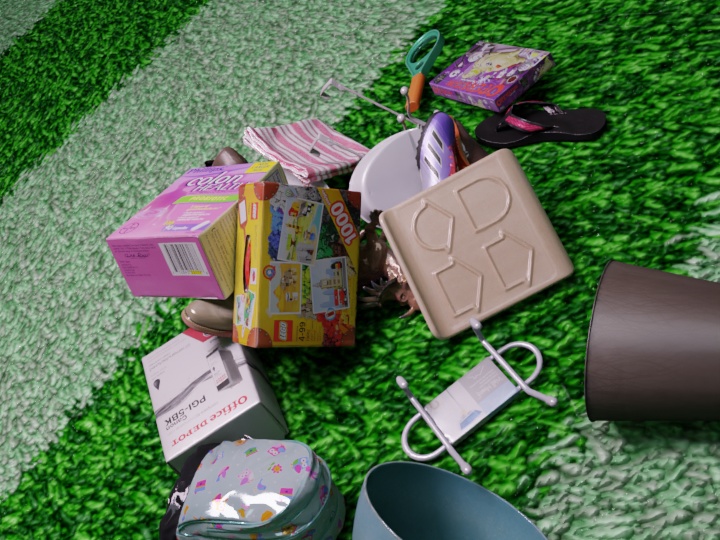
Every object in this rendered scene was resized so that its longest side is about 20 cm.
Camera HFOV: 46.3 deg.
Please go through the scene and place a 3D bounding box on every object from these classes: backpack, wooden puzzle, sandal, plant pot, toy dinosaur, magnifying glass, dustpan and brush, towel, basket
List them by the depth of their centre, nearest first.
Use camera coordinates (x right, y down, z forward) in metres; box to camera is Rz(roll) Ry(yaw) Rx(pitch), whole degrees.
[{"bbox_3d":[0.071,0.294,0.793,0.199,0.198,0.137,34,106,45],"label":"plant pot"},{"bbox_3d":[0.343,0.079,0.849,0.197,0.137,0.183,4,57,29],"label":"basket"},{"bbox_3d":[-0.118,0.269,0.954,0.197,0.128,0.169,-4,46,24],"label":"backpack"},{"bbox_3d":[0.147,-0.032,1.083,0.197,0.046,0.188,-26,76,2],"label":"wooden puzzle"},{"bbox_3d":[0.000,0.000,1.167,0.198,0.085,0.138,-7,72,42],"label":"toy dinosaur"},{"bbox_3d":[0.013,-0.109,1.208,0.197,0.142,0.057,-19,2,-14],"label":"dustpan and brush"},{"bbox_3d":[0.260,-0.222,1.234,0.197,0.045,0.076,2,53,32],"label":"sandal"},{"bbox_3d":[-0.071,-0.194,1.318,0.145,0.030,0.199,33,32,25],"label":"towel"},{"bbox_3d":[0.102,-0.342,1.437,0.079,0.022,0.202,-26,38,38],"label":"magnifying glass"}]

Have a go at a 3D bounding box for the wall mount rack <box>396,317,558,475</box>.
[{"bbox_3d":[0.132,0.149,0.950,0.199,0.075,0.174,-38,43,-4],"label":"wall mount rack"}]

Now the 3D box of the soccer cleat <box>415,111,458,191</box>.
[{"bbox_3d":[0.114,-0.117,1.155,0.072,0.068,0.204,7,87,47],"label":"soccer cleat"}]

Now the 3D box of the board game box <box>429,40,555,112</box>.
[{"bbox_3d":[0.204,-0.311,1.334,0.120,0.032,0.200,-44,31,-6],"label":"board game box"}]

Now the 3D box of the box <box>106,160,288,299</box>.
[{"bbox_3d":[-0.212,-0.058,1.165,0.173,0.098,0.200,0,33,33],"label":"box"}]

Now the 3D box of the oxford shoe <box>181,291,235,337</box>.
[{"bbox_3d":[-0.148,0.037,1.140,0.198,0.075,0.071,-9,43,-40],"label":"oxford shoe"}]

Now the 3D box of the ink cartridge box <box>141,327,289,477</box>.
[{"bbox_3d":[-0.198,0.167,1.126,0.145,0.083,0.201,-32,42,-1],"label":"ink cartridge box"}]

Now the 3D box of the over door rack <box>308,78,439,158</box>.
[{"bbox_3d":[0.029,-0.220,1.288,0.196,0.067,0.149,15,49,-8],"label":"over door rack"}]

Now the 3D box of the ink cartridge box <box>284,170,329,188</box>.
[{"bbox_3d":[-0.128,-0.065,1.295,0.198,0.083,0.147,-34,41,0],"label":"ink cartridge box"}]

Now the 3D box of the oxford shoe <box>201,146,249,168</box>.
[{"bbox_3d":[-0.221,-0.137,1.363,0.072,0.200,0.085,-31,81,-33],"label":"oxford shoe"}]

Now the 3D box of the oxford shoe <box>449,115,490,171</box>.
[{"bbox_3d":[0.160,-0.149,1.218,0.071,0.072,0.202,5,47,-19],"label":"oxford shoe"}]

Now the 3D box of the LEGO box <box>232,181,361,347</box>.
[{"bbox_3d":[-0.082,-0.006,1.092,0.077,0.147,0.204,3,91,58],"label":"LEGO box"}]
